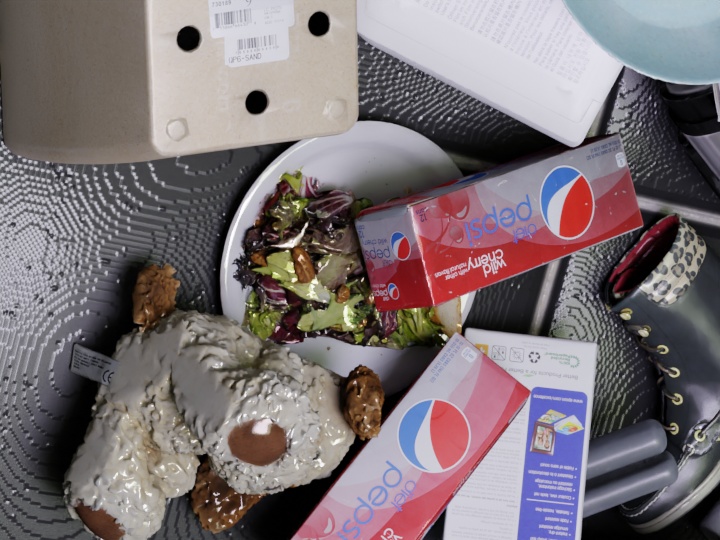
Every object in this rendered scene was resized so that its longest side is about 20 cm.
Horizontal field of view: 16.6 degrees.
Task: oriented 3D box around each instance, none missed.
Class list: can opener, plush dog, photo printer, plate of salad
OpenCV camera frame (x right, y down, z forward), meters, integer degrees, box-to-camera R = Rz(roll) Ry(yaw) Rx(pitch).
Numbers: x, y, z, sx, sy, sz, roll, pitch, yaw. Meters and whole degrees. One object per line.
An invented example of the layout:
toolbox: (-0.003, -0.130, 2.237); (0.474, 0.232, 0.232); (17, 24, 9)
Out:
can opener: (0.129, 0.167, 1.751); (0.199, 0.067, 0.054); (-21, 110, 5)
plush dog: (-0.081, 0.093, 1.616); (0.199, 0.162, 0.171); (-29, 142, 31)
photo printer: (0.091, -0.195, 1.610); (0.199, 0.070, 0.167); (25, 107, -6)
plate of salad: (0.000, 0.000, 1.672); (0.199, 0.048, 0.202); (-8, 109, -25)

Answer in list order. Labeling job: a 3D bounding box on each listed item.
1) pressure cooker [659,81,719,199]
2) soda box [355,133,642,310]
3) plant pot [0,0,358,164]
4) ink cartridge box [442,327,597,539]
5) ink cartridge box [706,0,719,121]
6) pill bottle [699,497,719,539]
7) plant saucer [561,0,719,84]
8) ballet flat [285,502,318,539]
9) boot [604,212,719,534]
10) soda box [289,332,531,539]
pressure cooker: (0.307, -0.128, 1.716); (0.179, 0.176, 0.200); (-44, 107, -10)
soda box: (0.094, -0.033, 1.662); (0.199, 0.063, 0.071); (-19, 98, -36)
plant pot: (-0.099, -0.158, 1.500); (0.198, 0.177, 0.202); (-9, 109, -25)
ink cartridge box: (0.108, 0.144, 1.711); (0.094, 0.037, 0.202); (6, 74, 0)
ink cartridge box: (0.293, -0.207, 1.597); (0.144, 0.201, 0.084); (-6, 152, 12)
pill bottle: (0.346, 0.140, 1.855); (0.200, 0.111, 0.111); (-50, 120, -6)
plant saucer: (0.196, -0.212, 1.516); (0.199, 0.039, 0.203); (1, 87, -16)
ballet flat: (-0.024, 0.209, 1.719); (0.200, 0.072, 0.072); (-43, 119, -10)
boot: (0.220, 0.074, 1.799); (0.154, 0.073, 0.204); (39, 89, -24)
soda box: (0.027, 0.142, 1.662); (0.070, 0.063, 0.200); (37, 79, 6)
